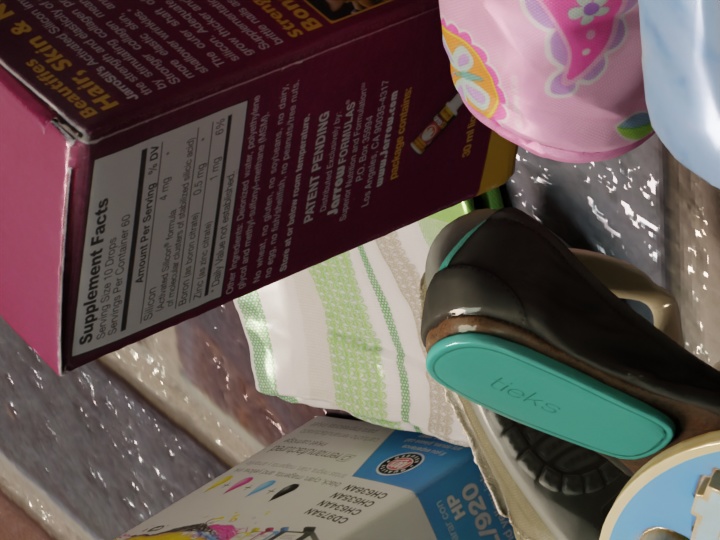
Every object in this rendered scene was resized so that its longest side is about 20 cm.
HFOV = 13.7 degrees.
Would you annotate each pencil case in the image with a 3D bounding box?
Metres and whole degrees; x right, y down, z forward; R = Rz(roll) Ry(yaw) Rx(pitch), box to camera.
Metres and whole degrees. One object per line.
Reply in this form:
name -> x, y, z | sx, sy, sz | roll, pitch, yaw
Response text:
pencil case -> 0.064, -0.131, 0.885 | 0.087, 0.087, 0.201 | 36, 145, 40

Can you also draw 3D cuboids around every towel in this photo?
towel -> 0.000, 0.000, 1.182 | 0.200, 0.031, 0.150 | 12, 127, 56

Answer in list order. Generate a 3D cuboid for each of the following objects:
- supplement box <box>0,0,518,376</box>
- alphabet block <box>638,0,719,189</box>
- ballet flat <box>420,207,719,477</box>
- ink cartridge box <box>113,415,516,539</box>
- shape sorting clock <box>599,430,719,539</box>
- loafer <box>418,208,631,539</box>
supplement box -> -0.053, -0.069, 1.011 | 0.131, 0.199, 0.104 | 43, 140, 33
alphabet block -> 0.184, -0.105, 0.574 | 0.196, 0.199, 0.196 | 35, 144, 41
ballet flat -> 0.108, 0.043, 0.976 | 0.200, 0.069, 0.068 | 36, 143, -24
ink cartridge box -> -0.033, 0.171, 1.216 | 0.147, 0.199, 0.145 | 4, 119, 58
shape sorting clock -> 0.166, 0.125, 0.943 | 0.199, 0.039, 0.201 | 22, 145, 16
loafer -> 0.072, 0.074, 1.077 | 0.070, 0.075, 0.201 | -19, 99, 58
